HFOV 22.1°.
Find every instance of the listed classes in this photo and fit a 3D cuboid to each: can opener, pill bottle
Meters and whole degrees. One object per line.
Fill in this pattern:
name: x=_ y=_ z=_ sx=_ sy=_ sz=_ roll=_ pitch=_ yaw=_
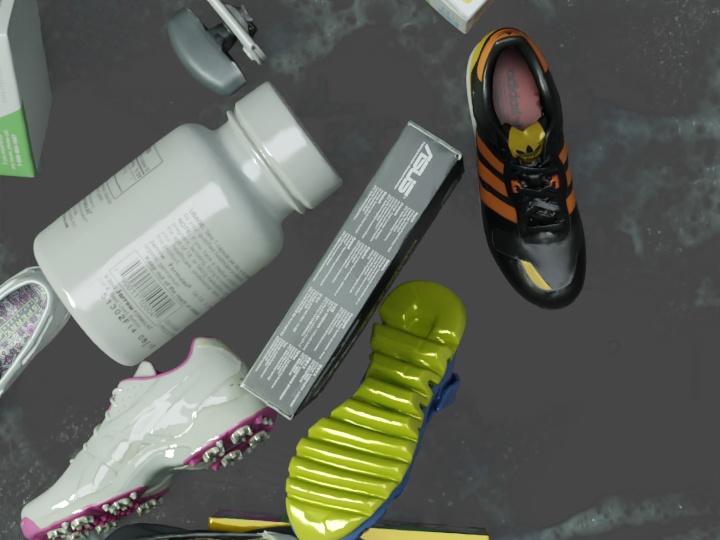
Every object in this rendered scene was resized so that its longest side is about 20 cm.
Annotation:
can opener: x=-0.141 y=-0.213 z=1.307 sx=0.067 sy=0.053 sz=0.200 roll=-41 pitch=88 yaw=1
pill bottle: x=-0.116 y=-0.036 z=1.276 sx=0.200 sy=0.114 sz=0.115 roll=-37 pitch=89 yaw=2

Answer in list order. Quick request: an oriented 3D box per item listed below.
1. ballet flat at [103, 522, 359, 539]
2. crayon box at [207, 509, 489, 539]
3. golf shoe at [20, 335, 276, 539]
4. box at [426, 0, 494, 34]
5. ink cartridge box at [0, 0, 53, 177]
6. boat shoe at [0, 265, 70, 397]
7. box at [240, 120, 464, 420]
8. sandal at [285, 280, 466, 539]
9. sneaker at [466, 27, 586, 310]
ballet flat: x=-0.085 y=0.206 z=1.245 sx=0.198 sy=0.073 sz=0.074 roll=3 pitch=91 yaw=3
crayon box: x=-0.012 y=0.264 z=1.302 sx=0.198 sy=0.058 sz=0.174 roll=3 pitch=91 yaw=2
golf shoe: x=-0.159 y=0.121 z=1.309 sx=0.199 sy=0.075 sz=0.092 roll=-29 pitch=74 yaw=0
box: x=0.103 y=-0.272 z=1.266 sx=0.101 sy=0.112 sz=0.200 roll=43 pitch=92 yaw=0
ink cartridge box: x=-0.321 y=-0.145 z=1.262 sx=0.198 sy=0.147 sz=0.085 roll=3 pitch=52 yaw=3
boat shoe: x=-0.282 y=0.078 z=1.306 sx=0.200 sy=0.069 sz=0.072 roll=-40 pitch=89 yaw=2
box: x=0.000 y=0.000 z=1.233 sx=0.047 sy=0.193 sz=0.201 roll=33 pitch=91 yaw=1
sandal: x=0.018 y=0.109 z=1.264 sx=0.079 sy=0.087 sz=0.201 roll=25 pitch=67 yaw=21
sneaker: x=0.113 y=-0.070 z=1.279 sx=0.069 sy=0.090 sz=0.202 roll=-11 pitch=90 yaw=2
